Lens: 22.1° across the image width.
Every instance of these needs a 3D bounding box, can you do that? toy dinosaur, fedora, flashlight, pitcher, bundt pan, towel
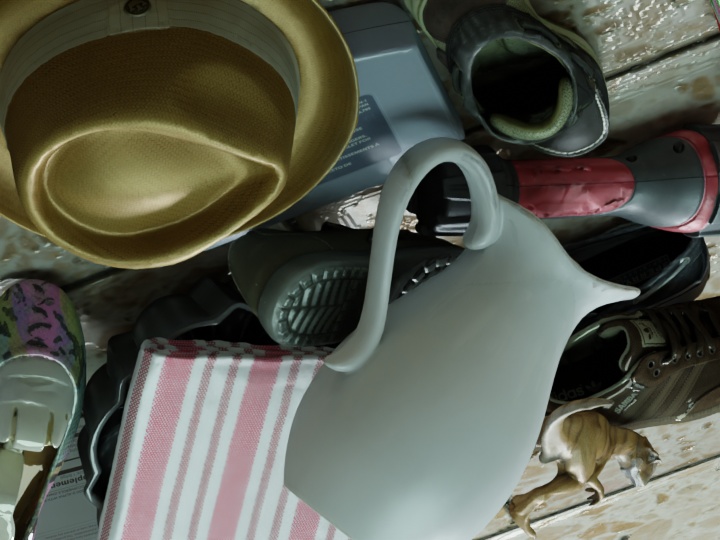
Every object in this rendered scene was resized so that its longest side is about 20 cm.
[{"bbox_3d":[0.117,0.100,1.076,0.106,0.061,0.200,-38,157,12],"label":"toy dinosaur"},{"bbox_3d":[-0.096,-0.060,0.849,0.200,0.082,0.201,-5,133,-5],"label":"fedora"},{"bbox_3d":[0.130,-0.049,1.059,0.199,0.068,0.068,-3,131,-23],"label":"flashlight"},{"bbox_3d":[0.034,0.044,0.971,0.171,0.121,0.200,40,83,-33],"label":"pitcher"},{"bbox_3d":[-0.083,0.088,1.123,0.201,0.076,0.203,-14,123,-22],"label":"bundt pan"},{"bbox_3d":[-0.053,0.107,1.088,0.199,0.030,0.147,3,115,-27],"label":"towel"}]

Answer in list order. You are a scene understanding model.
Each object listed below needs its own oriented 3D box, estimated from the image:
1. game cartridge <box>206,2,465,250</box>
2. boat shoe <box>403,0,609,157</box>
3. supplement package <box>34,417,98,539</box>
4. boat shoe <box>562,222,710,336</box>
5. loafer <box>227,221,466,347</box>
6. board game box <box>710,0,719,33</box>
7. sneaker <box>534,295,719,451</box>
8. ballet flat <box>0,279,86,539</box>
[{"bbox_3d":[-0.054,-0.069,0.956,0.199,0.042,0.133,-20,148,8],"label":"game cartridge"},{"bbox_3d":[0.082,-0.095,0.946,0.072,0.066,0.201,-26,151,15],"label":"boat shoe"},{"bbox_3d":[-0.128,0.169,1.270,0.199,0.111,0.156,-14,152,-3],"label":"supplement package"},{"bbox_3d":[0.128,0.020,1.176,0.199,0.072,0.068,-22,154,5],"label":"boat shoe"},{"bbox_3d":[0.000,0.000,1.042,0.200,0.070,0.075,7,118,-56],"label":"loafer"},{"bbox_3d":[0.266,-0.146,0.980,0.153,0.040,0.200,-22,152,11],"label":"board game box"},{"bbox_3d":[0.182,0.056,1.141,0.199,0.071,0.076,-21,153,-15],"label":"sneaker"},{"bbox_3d":[-0.199,0.107,1.053,0.069,0.071,0.201,13,104,-15],"label":"ballet flat"}]
